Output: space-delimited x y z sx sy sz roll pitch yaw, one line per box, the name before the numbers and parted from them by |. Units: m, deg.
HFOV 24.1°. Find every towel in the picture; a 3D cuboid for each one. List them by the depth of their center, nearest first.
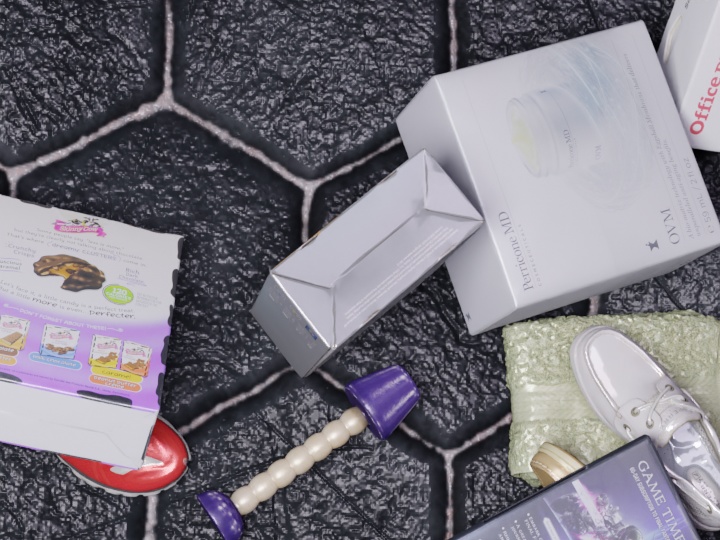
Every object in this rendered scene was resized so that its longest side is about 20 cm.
towel | 0.220 0.106 1.436 0.199 0.036 0.149 -1 80 -8

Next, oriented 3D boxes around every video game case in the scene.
video game case | 0.170 0.238 1.327 0.199 0.019 0.143 -27 95 -4

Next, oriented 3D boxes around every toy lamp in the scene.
toy lamp | -0.040 0.146 1.381 0.199 0.058 0.058 -33 86 -12

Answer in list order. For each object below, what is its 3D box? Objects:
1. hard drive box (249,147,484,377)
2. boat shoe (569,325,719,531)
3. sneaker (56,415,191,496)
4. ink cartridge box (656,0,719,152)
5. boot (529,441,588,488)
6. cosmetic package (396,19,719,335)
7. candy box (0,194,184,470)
hard drive box | 0.000 0.000 1.338 0.156 0.200 0.077 -39 87 -13
boat shoe | 0.251 0.124 1.383 0.071 0.069 0.200 -39 86 -13
sneaker | -0.229 0.119 1.342 0.199 0.085 0.077 27 79 -2
ink cartridge box | 0.360 -0.174 1.434 0.199 0.088 0.146 8 120 -12
boot | 0.157 0.256 1.370 0.155 0.073 0.201 -36 108 -10
cosmetic package | 0.163 -0.076 1.403 0.199 0.123 0.200 -17 82 -16
candy box | -0.232 0.043 1.305 0.167 0.072 0.201 13 41 -10
